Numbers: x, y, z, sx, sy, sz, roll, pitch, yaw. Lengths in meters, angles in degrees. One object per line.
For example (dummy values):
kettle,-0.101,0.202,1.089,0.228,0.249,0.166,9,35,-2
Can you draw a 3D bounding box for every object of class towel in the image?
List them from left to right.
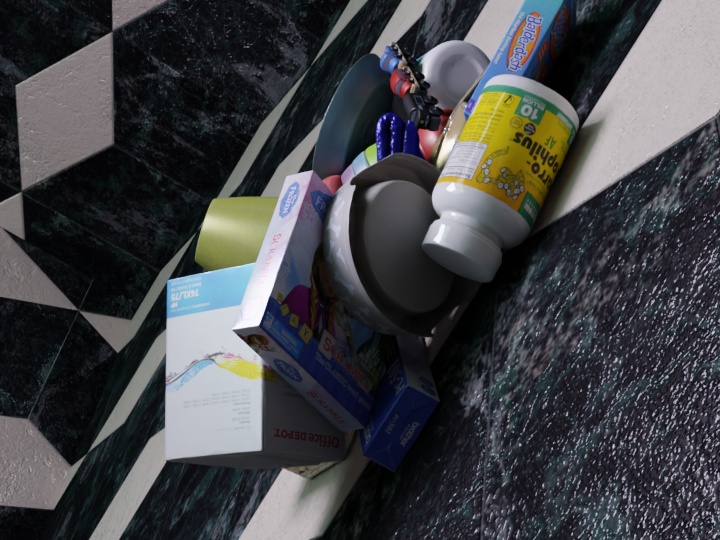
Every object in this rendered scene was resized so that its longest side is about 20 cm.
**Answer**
towel,0.054,-0.100,1.614,0.200,0.049,0.149,36,-130,-81

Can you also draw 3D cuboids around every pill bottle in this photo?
pill bottle,0.105,-0.246,1.887,0.111,0.110,0.200,-63,14,-13
pill bottle,0.144,-0.095,1.426,0.201,0.112,0.113,-63,14,-13

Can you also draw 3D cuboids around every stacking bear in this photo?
stacking bear,0.059,-0.130,1.770,0.199,0.122,0.114,-35,24,13

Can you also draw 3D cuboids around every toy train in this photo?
toy train,0.062,-0.241,1.753,0.201,0.045,0.034,-109,28,-52

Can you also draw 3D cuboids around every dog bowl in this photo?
dog bowl,0.041,-0.022,1.446,0.058,0.200,0.201,-16,42,44

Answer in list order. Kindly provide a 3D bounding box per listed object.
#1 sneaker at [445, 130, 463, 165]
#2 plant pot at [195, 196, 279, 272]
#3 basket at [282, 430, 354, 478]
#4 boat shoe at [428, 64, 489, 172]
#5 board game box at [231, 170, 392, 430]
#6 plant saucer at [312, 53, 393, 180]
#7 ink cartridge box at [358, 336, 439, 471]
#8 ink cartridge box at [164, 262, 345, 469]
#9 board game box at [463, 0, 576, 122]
sneaker,0.112,-0.073,1.543,0.079,0.065,0.201,-68,0,-49
plant pot,-0.125,-0.026,1.890,0.187,0.198,0.189,-164,90,-89
basket,-0.064,0.142,1.664,0.135,0.123,0.201,-40,23,56
boat shoe,0.136,-0.183,1.677,0.076,0.071,0.201,73,-139,-68
board game box,-0.036,0.034,1.436,0.041,0.200,0.201,-9,50,35
plant saucer,-0.003,-0.196,1.846,0.201,0.036,0.201,-56,-19,-30
ink cartridge box,0.036,0.131,1.492,0.094,0.044,0.200,-58,14,15
ink cartridge box,-0.114,0.110,1.473,0.145,0.146,0.202,-10,74,34
board game box,0.190,-0.240,1.580,0.201,0.045,0.152,-62,-13,-5
